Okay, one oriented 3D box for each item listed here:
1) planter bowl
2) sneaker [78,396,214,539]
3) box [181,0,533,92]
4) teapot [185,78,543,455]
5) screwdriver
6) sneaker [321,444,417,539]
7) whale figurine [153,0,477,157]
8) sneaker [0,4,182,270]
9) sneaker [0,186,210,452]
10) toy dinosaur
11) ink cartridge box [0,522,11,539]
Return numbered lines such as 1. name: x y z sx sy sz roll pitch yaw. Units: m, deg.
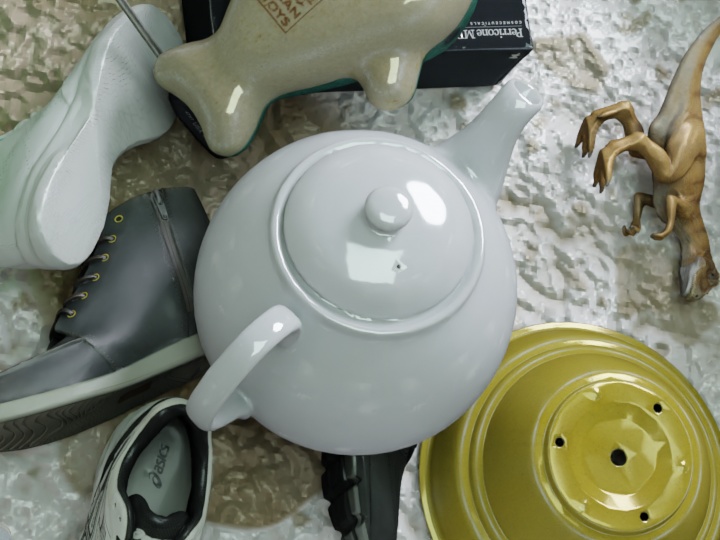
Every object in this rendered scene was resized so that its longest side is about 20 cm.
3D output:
1. planter bowl: 0.141 0.118 1.674 0.199 0.083 0.201 4 74 -13
2. sneaker: -0.131 0.163 1.587 0.075 0.088 0.201 15 73 -12
3. box: -0.007 -0.185 1.724 0.199 0.079 0.142 -3 74 -16
4. teapot: 0.000 0.000 1.569 0.196 0.146 0.201 2 65 -9
5. screwdriver: -0.123 -0.133 1.642 0.028 0.029 0.200 -52 132 -16
6. sneaker: 0.020 0.070 1.660 0.079 0.075 0.201 4 74 -16
7. whale figurine: -0.020 -0.147 1.632 0.200 0.104 0.159 -42 72 2
8. sneaker: -0.174 -0.081 1.660 0.075 0.088 0.200 57 43 -32
9. sneaker: -0.160 0.029 1.633 0.199 0.075 0.107 -21 76 -29
10. toy dinosaur: 0.193 -0.084 1.756 0.106 0.060 0.201 1 98 -15
11. ink cartridge box: -0.310 0.192 1.533 0.199 0.084 0.176 23 70 -8
